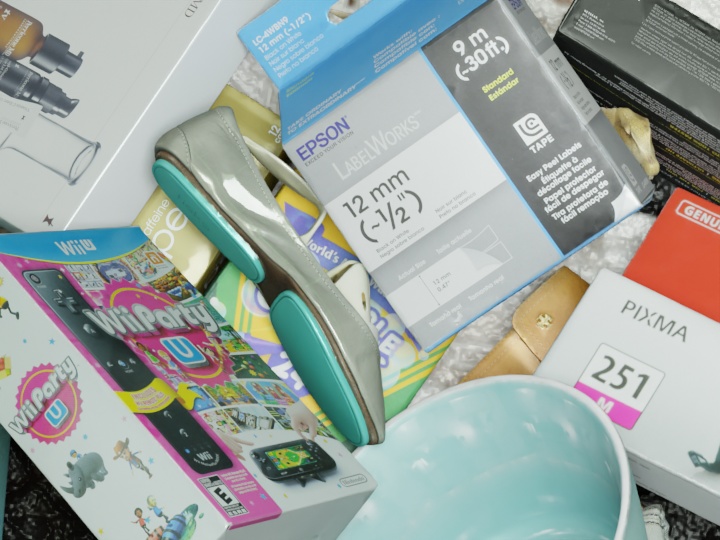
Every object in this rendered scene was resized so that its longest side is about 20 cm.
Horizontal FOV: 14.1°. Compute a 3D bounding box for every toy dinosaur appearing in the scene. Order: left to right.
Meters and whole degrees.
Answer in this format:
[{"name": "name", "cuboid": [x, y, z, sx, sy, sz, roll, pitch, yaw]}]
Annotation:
[{"name": "toy dinosaur", "cuboid": [0.083, -0.100, 1.599, 0.200, 0.101, 0.058, 26, 64, 15]}]

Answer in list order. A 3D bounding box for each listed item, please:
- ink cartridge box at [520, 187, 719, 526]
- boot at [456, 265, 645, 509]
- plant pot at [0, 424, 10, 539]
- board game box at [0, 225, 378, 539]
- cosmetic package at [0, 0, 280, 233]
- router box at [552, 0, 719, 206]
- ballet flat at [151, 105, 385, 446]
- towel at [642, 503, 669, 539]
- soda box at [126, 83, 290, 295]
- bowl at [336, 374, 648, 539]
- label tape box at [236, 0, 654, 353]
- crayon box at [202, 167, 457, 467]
[{"name": "ink cartridge box", "cuboid": [0.213, 0.051, 1.550, 0.200, 0.044, 0.174, 26, 68, 18]}, {"name": "boot", "cuboid": [0.162, 0.049, 1.611, 0.201, 0.071, 0.144, -38, 84, -2]}, {"name": "plant pot", "cuboid": [-0.269, 0.055, 1.556, 0.141, 0.141, 0.200, 2, 73, 22]}, {"name": "board game box", "cuboid": [-0.107, 0.068, 1.472, 0.200, 0.148, 0.064, 46, 113, 19]}, {"name": "cosmetic package", "cuboid": [-0.153, -0.114, 1.604, 0.151, 0.052, 0.200, 29, 82, 32]}, {"name": "router box", "cuboid": [0.195, -0.081, 1.587, 0.200, 0.149, 0.051, 32, 80, 3]}, {"name": "ballet flat", "cuboid": [-0.031, -0.002, 1.536, 0.064, 0.067, 0.200, -36, 88, -20]}, {"name": "towel", "cuboid": [0.091, 0.232, 1.528, 0.192, 0.035, 0.200, -24, 45, 14]}, {"name": "soda box", "cuboid": [-0.112, -0.009, 1.616, 0.064, 0.068, 0.200, 31, 83, 4]}, {"name": "bowl", "cuboid": [0.072, 0.165, 1.504, 0.201, 0.105, 0.201, -21, 44, 21]}, {"name": "label tape box", "cuboid": [0.039, -0.080, 1.529, 0.143, 0.066, 0.200, -34, 94, 17]}, {"name": "crayon box", "cuboid": [0.000, 0.000, 1.602, 0.126, 0.052, 0.200, 36, 74, -4]}]
